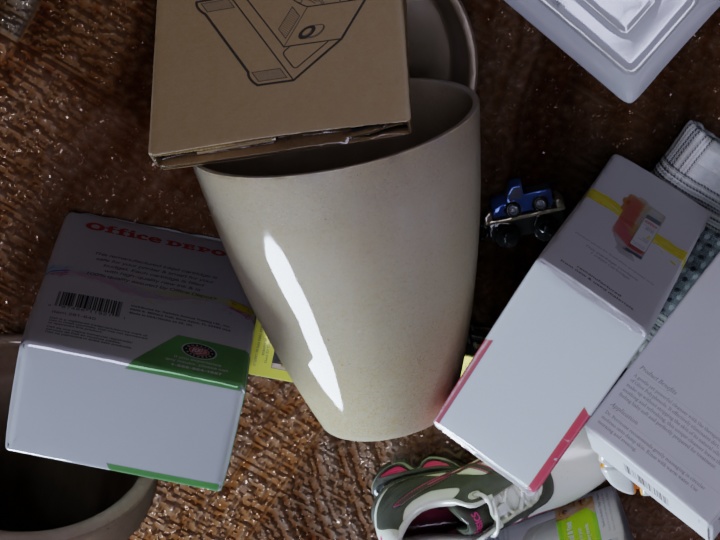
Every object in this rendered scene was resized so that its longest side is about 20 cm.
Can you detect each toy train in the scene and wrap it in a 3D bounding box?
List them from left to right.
[{"bbox_3d":[0.053,-0.032,1.289,0.198,0.034,0.046,-10,102,3],"label":"toy train"}]

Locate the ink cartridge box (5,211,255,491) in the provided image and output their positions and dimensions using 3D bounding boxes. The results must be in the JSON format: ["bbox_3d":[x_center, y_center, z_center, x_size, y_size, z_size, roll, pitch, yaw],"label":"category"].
[{"bbox_3d":[-0.147,0.049,1.230,0.143,0.200,0.085,12,116,-5],"label":"ink cartridge box"}]

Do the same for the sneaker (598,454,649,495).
[{"bbox_3d":[0.260,0.092,1.285,0.198,0.077,0.079,-16,108,11],"label":"sneaker"}]

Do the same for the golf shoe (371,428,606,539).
[{"bbox_3d":[0.105,0.165,1.342,0.198,0.088,0.078,-20,110,6],"label":"golf shoe"}]

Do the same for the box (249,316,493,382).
[{"bbox_3d":[0.020,0.057,1.303,0.198,0.075,0.051,11,110,-4],"label":"box"}]

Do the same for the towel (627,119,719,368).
[{"bbox_3d":[0.261,0.018,1.298,0.199,0.035,0.193,29,116,-11],"label":"towel"}]

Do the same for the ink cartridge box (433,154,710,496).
[{"bbox_3d":[0.142,0.030,1.196,0.083,0.200,0.146,33,121,7],"label":"ink cartridge box"}]

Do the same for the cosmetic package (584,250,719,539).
[{"bbox_3d":[0.248,0.063,1.193,0.107,0.085,0.200,39,84,19],"label":"cosmetic package"}]

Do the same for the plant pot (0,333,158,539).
[{"bbox_3d":[-0.244,0.173,1.304,0.198,0.201,0.176,7,131,-3],"label":"plant pot"}]

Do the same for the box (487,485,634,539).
[{"bbox_3d":[0.116,0.258,1.366,0.198,0.113,0.102,-19,111,9],"label":"box"}]

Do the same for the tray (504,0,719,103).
[{"bbox_3d":[0.144,-0.208,1.222,0.199,0.022,0.108,37,108,-14],"label":"tray"}]

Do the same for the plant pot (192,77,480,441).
[{"bbox_3d":[0.000,0.000,1.184,0.185,0.188,0.202,-9,111,3],"label":"plant pot"}]

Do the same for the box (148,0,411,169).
[{"bbox_3d":[-0.050,-0.162,1.149,0.162,0.202,0.021,-8,148,10],"label":"box"}]

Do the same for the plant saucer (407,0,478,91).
[{"bbox_3d":[-0.019,-0.139,1.245,0.198,0.030,0.202,0,112,-1],"label":"plant saucer"}]
